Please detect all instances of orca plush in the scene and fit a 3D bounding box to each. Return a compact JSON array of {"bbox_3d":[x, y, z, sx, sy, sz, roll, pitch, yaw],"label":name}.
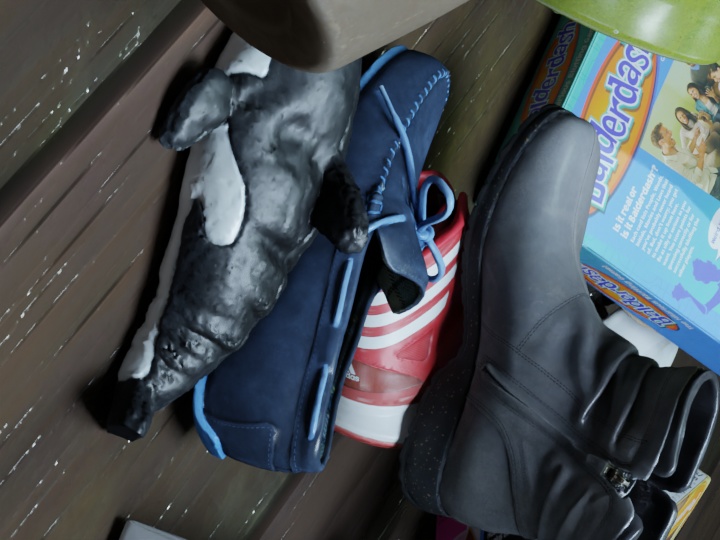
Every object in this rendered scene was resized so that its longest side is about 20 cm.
[{"bbox_3d":[-0.035,-0.021,0.850,0.201,0.071,0.105,-62,154,-20],"label":"orca plush"}]

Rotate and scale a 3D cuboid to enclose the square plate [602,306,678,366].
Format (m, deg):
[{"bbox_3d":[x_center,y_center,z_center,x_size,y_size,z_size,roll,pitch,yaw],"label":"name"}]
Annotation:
[{"bbox_3d":[0.119,0.106,1.257,0.200,0.028,0.199,-29,147,-54],"label":"square plate"}]

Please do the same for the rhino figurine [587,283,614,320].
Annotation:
[{"bbox_3d":[0.155,-0.027,1.265,0.200,0.059,0.088,-39,138,-43],"label":"rhino figurine"}]

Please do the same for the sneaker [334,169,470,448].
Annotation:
[{"bbox_3d":[0.055,0.005,1.055,0.200,0.078,0.116,-29,134,-58],"label":"sneaker"}]

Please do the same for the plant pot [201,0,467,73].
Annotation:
[{"bbox_3d":[0.013,-0.162,0.742,0.175,0.200,0.201,-45,148,-15],"label":"plant pot"}]

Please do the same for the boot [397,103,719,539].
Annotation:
[{"bbox_3d":[0.106,0.034,0.975,0.070,0.131,0.202,15,91,-52],"label":"boot"}]

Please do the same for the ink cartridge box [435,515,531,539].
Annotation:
[{"bbox_3d":[0.073,0.145,1.072,0.095,0.037,0.201,-42,-147,48],"label":"ink cartridge box"}]

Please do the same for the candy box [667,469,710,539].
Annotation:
[{"bbox_3d":[0.114,0.175,1.227,0.200,0.055,0.116,-27,149,-57],"label":"candy box"}]

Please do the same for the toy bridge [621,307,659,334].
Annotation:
[{"bbox_3d":[0.160,-0.015,1.205,0.067,0.027,0.201,-44,110,-24],"label":"toy bridge"}]

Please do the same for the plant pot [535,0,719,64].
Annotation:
[{"bbox_3d":[0.144,-0.205,0.986,0.200,0.200,0.194,-13,130,-62],"label":"plant pot"}]

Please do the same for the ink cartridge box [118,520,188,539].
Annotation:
[{"bbox_3d":[-0.073,0.220,0.921,0.201,0.085,0.146,-69,156,-8],"label":"ink cartridge box"}]

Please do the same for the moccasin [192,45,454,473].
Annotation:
[{"bbox_3d":[0.000,0.000,0.938,0.201,0.068,0.081,-65,161,-16],"label":"moccasin"}]

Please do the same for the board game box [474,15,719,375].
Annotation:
[{"bbox_3d":[0.173,-0.051,1.171,0.199,0.045,0.153,34,73,-26],"label":"board game box"}]
